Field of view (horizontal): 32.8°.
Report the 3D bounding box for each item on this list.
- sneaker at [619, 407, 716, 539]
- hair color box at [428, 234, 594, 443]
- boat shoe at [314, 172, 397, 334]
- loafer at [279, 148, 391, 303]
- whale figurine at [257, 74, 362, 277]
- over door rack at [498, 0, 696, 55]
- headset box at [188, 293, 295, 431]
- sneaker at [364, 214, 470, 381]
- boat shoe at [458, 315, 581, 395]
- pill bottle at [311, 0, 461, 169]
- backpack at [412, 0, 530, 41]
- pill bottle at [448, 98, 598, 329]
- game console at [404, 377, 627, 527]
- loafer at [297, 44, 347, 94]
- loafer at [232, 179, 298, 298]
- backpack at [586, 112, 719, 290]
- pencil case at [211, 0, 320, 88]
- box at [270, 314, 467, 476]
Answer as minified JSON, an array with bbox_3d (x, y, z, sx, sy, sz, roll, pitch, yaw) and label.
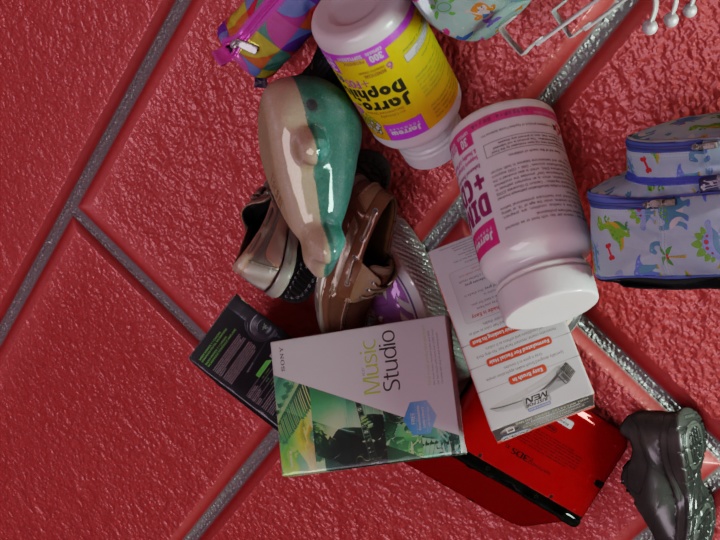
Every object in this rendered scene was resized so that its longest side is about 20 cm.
[{"bbox_3d":[0.326,0.239,1.311,0.090,0.076,0.203,2,105,39],"label":"sneaker"},{"bbox_3d":[0.153,0.060,1.251,0.109,0.064,0.202,-20,67,5],"label":"hair color box"},{"bbox_3d":[0.000,0.000,1.313,0.071,0.075,0.203,19,118,30],"label":"boat shoe"},{"bbox_3d":[-0.039,-0.059,1.379,0.073,0.071,0.201,35,108,-13],"label":"loafer"},{"bbox_3d":[-0.039,-0.100,1.235,0.159,0.102,0.203,117,139,-70],"label":"whale figurine"},{"bbox_3d":[0.244,-0.240,1.098,0.198,0.147,0.067,-20,95,33],"label":"over door rack"},{"bbox_3d":[-0.093,0.130,1.422,0.199,0.174,0.093,35,81,12],"label":"headset box"},{"bbox_3d":[0.047,0.046,1.379,0.114,0.072,0.202,-34,79,38],"label":"sneaker"},{"bbox_3d":[0.180,0.091,1.341,0.062,0.073,0.200,22,126,-32],"label":"boat shoe"},{"bbox_3d":[0.037,-0.193,1.219,0.103,0.105,0.201,-4,142,30],"label":"pill bottle"},{"bbox_3d":[0.091,-0.319,1.130,0.150,0.177,0.202,-32,87,37],"label":"backpack"},{"bbox_3d":[0.161,-0.054,1.193,0.113,0.113,0.203,-28,64,35],"label":"pill bottle"},{"bbox_3d":[0.163,0.194,1.361,0.198,0.119,0.174,31,95,-17],"label":"game console"},{"bbox_3d":[-0.031,-0.196,1.318,0.070,0.069,0.201,18,138,-19],"label":"loafer"},{"bbox_3d":[-0.104,-0.054,1.341,0.062,0.201,0.072,23,123,-19],"label":"loafer"},{"bbox_3d":[0.310,-0.066,1.117,0.198,0.182,0.149,-6,100,38],"label":"backpack"},{"bbox_3d":[-0.070,-0.286,1.290,0.089,0.088,0.200,49,123,2],"label":"pencil case"},{"bbox_3d":[0.006,0.133,1.289,0.197,0.036,0.147,-10,77,14],"label":"box"}]
